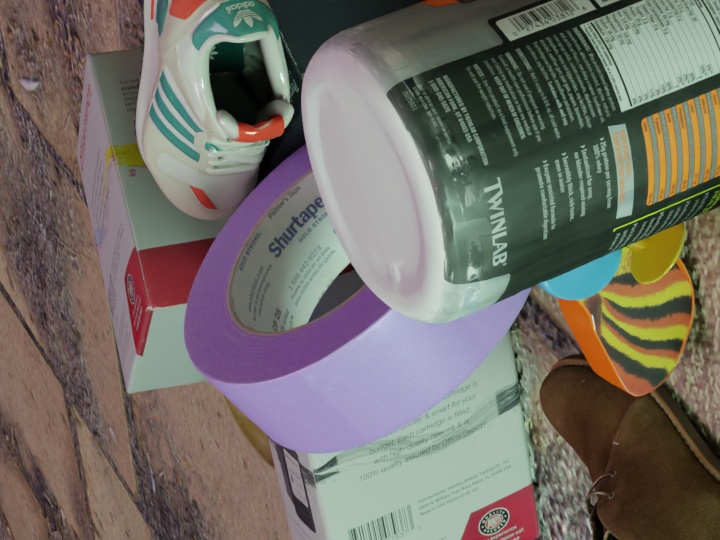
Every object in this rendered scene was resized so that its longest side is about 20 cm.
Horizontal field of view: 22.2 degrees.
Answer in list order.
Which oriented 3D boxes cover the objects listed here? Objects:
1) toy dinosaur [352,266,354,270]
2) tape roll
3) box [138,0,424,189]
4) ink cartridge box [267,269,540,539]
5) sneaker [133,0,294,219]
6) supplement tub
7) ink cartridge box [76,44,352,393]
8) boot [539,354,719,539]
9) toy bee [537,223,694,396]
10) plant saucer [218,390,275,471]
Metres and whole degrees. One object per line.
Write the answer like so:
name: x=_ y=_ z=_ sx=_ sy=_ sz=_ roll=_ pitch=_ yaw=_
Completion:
toy dinosaur: x=-0.003 y=0.026 z=1.282 sx=0.200 sy=0.047 sz=0.088 roll=100 pitch=149 yaw=-49
tape roll: x=0.000 y=0.000 z=0.999 sx=0.066 sy=0.200 sz=0.200 roll=45 pitch=172 yaw=-31
box: x=-0.047 y=-0.160 z=1.116 sx=0.182 sy=0.104 sz=0.200 roll=65 pitch=159 yaw=10
ink cartridge box: x=0.021 y=0.098 z=1.148 sx=0.083 sy=0.145 sz=0.200 roll=40 pitch=146 yaw=55
sneaker: x=-0.078 y=-0.085 z=1.021 sx=0.200 sy=0.070 sz=0.093 roll=95 pitch=151 yaw=-46
supplement tub: x=0.087 y=-0.067 z=0.745 sx=0.123 sy=0.200 sz=0.123 roll=51 pitch=153 yaw=38
ink cartridge box: x=-0.107 y=-0.042 z=1.273 sx=0.145 sy=0.144 sz=0.200 roll=114 pitch=144 yaw=-61
boot: x=0.142 y=0.110 z=0.968 sx=0.200 sy=0.075 sz=0.074 roll=44 pitch=150 yaw=49
toy bee: x=0.112 y=-0.037 z=0.882 sx=0.131 sy=0.109 sz=0.200 roll=41 pitch=173 yaw=44
plant saucer: x=-0.085 y=0.072 z=1.535 sx=0.200 sy=0.035 sz=0.200 roll=51 pitch=154 yaw=37
